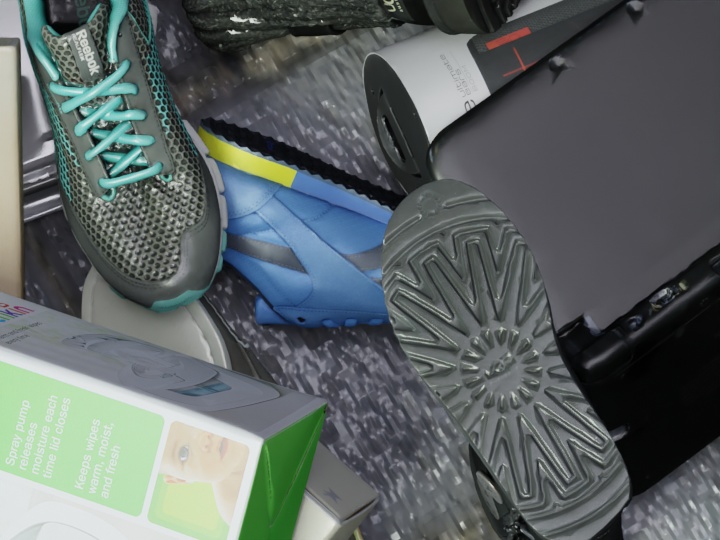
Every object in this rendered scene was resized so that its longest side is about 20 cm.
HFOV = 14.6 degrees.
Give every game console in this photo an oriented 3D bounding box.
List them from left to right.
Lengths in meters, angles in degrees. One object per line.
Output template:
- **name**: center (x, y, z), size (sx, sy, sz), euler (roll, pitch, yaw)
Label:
- **game console**: center (0.151, -0.025, 1.297), size (0.199, 0.176, 0.116), euler (-35, 53, -11)

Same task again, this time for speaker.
- **speaker**: center (0.103, -0.098, 1.318), size (0.199, 0.081, 0.082), euler (-22, 80, -14)

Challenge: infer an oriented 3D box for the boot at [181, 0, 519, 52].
- **boot**: center (0.021, -0.175, 1.339), size (0.157, 0.211, 0.080), euler (-1, 118, 33)

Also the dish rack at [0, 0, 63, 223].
- **dish rack**: center (-0.207, -0.097, 1.329), size (0.199, 0.044, 0.173), euler (-20, 81, -7)

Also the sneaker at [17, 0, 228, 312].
- **sneaker**: center (-0.117, -0.079, 1.253), size (0.077, 0.091, 0.201), euler (-21, 76, 6)

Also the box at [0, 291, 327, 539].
- **box**: center (-0.128, 0.126, 1.154), size (0.175, 0.097, 0.201), euler (18, 101, 12)

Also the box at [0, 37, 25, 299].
- **box**: center (-0.189, -0.002, 1.255), size (0.077, 0.095, 0.202), euler (-1, 98, -6)

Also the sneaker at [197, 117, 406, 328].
- **sneaker**: center (0.000, 0.000, 1.317), size (0.199, 0.066, 0.079), euler (22, 99, -2)

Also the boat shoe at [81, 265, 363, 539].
- **boat shoe**: center (-0.061, 0.078, 1.292), size (0.072, 0.060, 0.203), euler (-34, 79, 25)

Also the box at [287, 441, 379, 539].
- **box**: center (-0.086, 0.152, 1.228), size (0.082, 0.068, 0.200), euler (42, 104, 9)

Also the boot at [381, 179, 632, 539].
- **boot**: center (0.066, 0.056, 1.234), size (0.065, 0.200, 0.166), euler (-24, 78, 2)
